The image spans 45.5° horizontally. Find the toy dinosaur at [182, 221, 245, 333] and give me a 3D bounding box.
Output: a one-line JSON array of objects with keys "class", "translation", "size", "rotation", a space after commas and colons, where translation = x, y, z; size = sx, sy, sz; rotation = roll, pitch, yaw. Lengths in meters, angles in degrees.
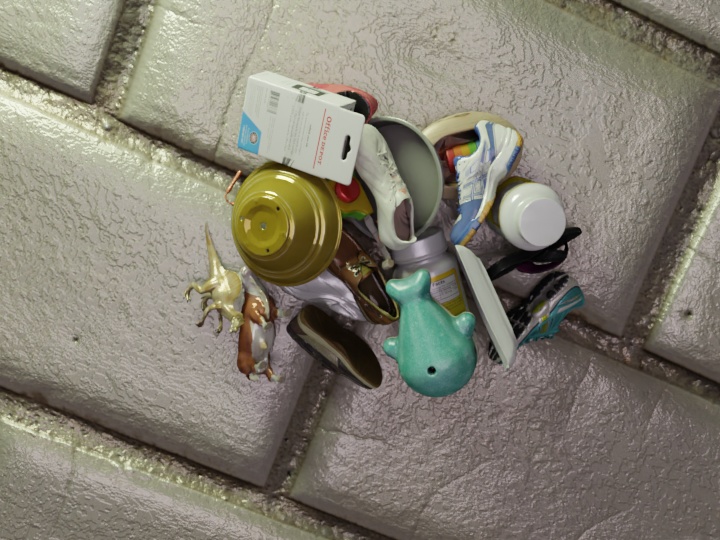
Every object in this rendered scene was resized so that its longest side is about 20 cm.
[{"class": "toy dinosaur", "translation": [-0.240, 0.029, 1.426], "size": [0.101, 0.058, 0.202], "rotation": [-32, 65, 21]}]

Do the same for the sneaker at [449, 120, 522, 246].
[{"class": "sneaker", "translation": [0.178, -0.138, 1.356], "size": [0.087, 0.075, 0.202], "rotation": [26, 94, 2]}]

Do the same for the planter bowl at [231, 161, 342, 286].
[{"class": "planter bowl", "translation": [-0.135, -0.071, 1.336], "size": [0.197, 0.083, 0.204], "rotation": [2, 96, 22]}]

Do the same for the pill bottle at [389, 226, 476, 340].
[{"class": "pill bottle", "translation": [0.118, 0.037, 1.429], "size": [0.113, 0.114, 0.203], "rotation": [-16, 101, -1]}]

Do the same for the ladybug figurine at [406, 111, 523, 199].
[{"class": "ladybug figurine", "translation": [0.170, -0.190, 1.409], "size": [0.197, 0.072, 0.138], "rotation": [-10, 103, -1]}]

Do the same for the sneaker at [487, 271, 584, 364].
[{"class": "sneaker", "translation": [0.305, 0.095, 1.477], "size": [0.200, 0.078, 0.080], "rotation": [-43, 113, 7]}]

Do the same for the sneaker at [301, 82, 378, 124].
[{"class": "sneaker", "translation": [-0.064, -0.266, 1.384], "size": [0.197, 0.087, 0.075], "rotation": [11, 111, 18]}]

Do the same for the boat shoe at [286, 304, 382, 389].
[{"class": "boat shoe", "translation": [-0.043, 0.137, 1.466], "size": [0.064, 0.074, 0.200], "rotation": [-30, 115, 34]}]

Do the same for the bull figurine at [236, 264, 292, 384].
[{"class": "bull figurine", "translation": [-0.168, 0.093, 1.430], "size": [0.064, 0.121, 0.203], "rotation": [-8, 111, -30]}]

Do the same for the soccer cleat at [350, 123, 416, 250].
[{"class": "soccer cleat", "translation": [0.043, -0.130, 1.321], "size": [0.069, 0.077, 0.203], "rotation": [-23, 101, -29]}]

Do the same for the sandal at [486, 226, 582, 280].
[{"class": "sandal", "translation": [0.293, -0.017, 1.427], "size": [0.199, 0.075, 0.048], "rotation": [-24, 76, -24]}]

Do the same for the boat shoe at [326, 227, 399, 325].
[{"class": "boat shoe", "translation": [0.000, 0.000, 1.385], "size": [0.072, 0.068, 0.201], "rotation": [-44, 104, -19]}]

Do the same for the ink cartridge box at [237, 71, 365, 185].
[{"class": "ink cartridge box", "translation": [-0.082, -0.219, 1.320], "size": [0.198, 0.067, 0.117], "rotation": [21, 114, 15]}]

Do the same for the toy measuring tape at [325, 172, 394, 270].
[{"class": "toy measuring tape", "translation": [-0.016, -0.086, 1.370], "size": [0.073, 0.074, 0.202], "rotation": [-25, 87, 1]}]

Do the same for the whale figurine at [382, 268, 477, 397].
[{"class": "whale figurine", "translation": [0.104, 0.104, 1.334], "size": [0.157, 0.104, 0.202], "rotation": [-18, 103, 17]}]

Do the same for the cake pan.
[{"class": "cake pan", "translation": [0.051, -0.147, 1.380], "size": [0.198, 0.037, 0.203], "rotation": [9, 108, 31]}]

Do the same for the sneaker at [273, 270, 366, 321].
[{"class": "sneaker", "translation": [-0.064, 0.009, 1.440], "size": [0.198, 0.078, 0.101], "rotation": [21, 91, -15]}]

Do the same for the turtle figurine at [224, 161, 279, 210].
[{"class": "turtle figurine", "translation": [-0.111, -0.123, 1.407], "size": [0.199, 0.064, 0.162], "rotation": [-33, 101, 3]}]

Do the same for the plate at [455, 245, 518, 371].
[{"class": "plate", "translation": [0.206, 0.060, 1.368], "size": [0.032, 0.200, 0.202], "rotation": [-24, 79, 5]}]

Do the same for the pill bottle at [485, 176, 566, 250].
[{"class": "pill bottle", "translation": [0.264, -0.091, 1.370], "size": [0.103, 0.200, 0.106], "rotation": [-1, 102, -4]}]
